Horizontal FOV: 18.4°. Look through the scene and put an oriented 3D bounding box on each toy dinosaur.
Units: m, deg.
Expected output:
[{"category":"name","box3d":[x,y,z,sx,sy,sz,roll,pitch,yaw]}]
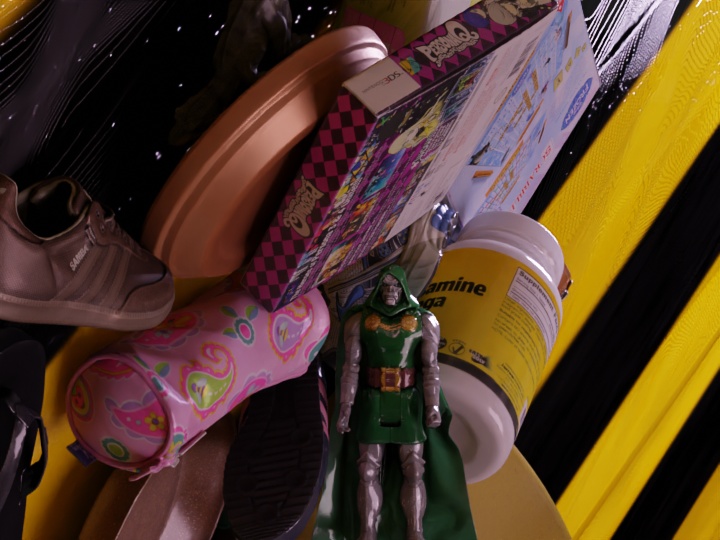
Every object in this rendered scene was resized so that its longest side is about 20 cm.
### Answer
[{"category":"toy dinosaur","box3d":[-0.052,-0.160,1.345,0.088,0.047,0.201,15,96,-60]}]

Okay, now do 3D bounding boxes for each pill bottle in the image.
[{"category":"pill bottle","box3d":[0.083,0.051,1.630,0.200,0.112,0.113,-63,162,-44]}]

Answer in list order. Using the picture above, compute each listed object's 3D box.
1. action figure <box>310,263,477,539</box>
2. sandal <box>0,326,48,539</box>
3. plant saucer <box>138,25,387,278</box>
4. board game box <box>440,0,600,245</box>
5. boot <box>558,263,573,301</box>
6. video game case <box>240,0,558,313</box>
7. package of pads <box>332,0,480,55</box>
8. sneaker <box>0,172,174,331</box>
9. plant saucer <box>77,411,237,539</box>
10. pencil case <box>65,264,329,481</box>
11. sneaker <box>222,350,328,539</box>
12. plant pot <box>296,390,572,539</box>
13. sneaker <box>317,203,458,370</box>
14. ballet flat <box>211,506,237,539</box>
[{"category":"action figure","box3d":[0.020,0.096,1.505,0.055,0.118,0.201,-74,163,-88]},{"category":"sandal","box3d":[-0.206,0.118,1.295,0.076,0.043,0.201,-37,144,-48]},{"category":"plant saucer","box3d":[-0.051,-0.064,1.362,0.200,0.037,0.200,-43,167,-12]},{"category":"board game box","box3d":[0.111,-0.122,1.725,0.200,0.041,0.200,-57,156,-15]},{"category":"boot","box3d":[0.108,0.041,1.792,0.155,0.077,0.200,-46,161,0]},{"category":"video game case","box3d":[0.023,-0.078,1.388,0.181,0.036,0.200,-35,164,-39]},{"category":"package of pads","box3d":[0.045,-0.178,1.501,0.154,0.068,0.201,-16,127,-62]},{"category":"sneaker","box3d":[-0.155,-0.012,1.239,0.200,0.070,0.076,-1,113,-65]},{"category":"plant saucer","box3d":[-0.144,0.176,1.467,0.201,0.037,0.201,-58,163,-29]},{"category":"pencil case","box3d":[-0.101,0.060,1.403,0.200,0.087,0.088,-34,143,-54]},{"category":"sneaker","box3d":[-0.050,0.123,1.490,0.200,0.070,0.082,-83,168,-48]},{"category":"plant pot","box3d":[0.026,0.197,1.700,0.200,0.199,0.177,-48,141,-33]},{"category":"sneaker","box3d":[0.000,0.000,1.584,0.077,0.085,0.200,-64,-177,-39]},{"category":"ballet flat","box3d":[-0.083,0.198,1.584,0.201,0.072,0.072,-63,157,-3]}]
